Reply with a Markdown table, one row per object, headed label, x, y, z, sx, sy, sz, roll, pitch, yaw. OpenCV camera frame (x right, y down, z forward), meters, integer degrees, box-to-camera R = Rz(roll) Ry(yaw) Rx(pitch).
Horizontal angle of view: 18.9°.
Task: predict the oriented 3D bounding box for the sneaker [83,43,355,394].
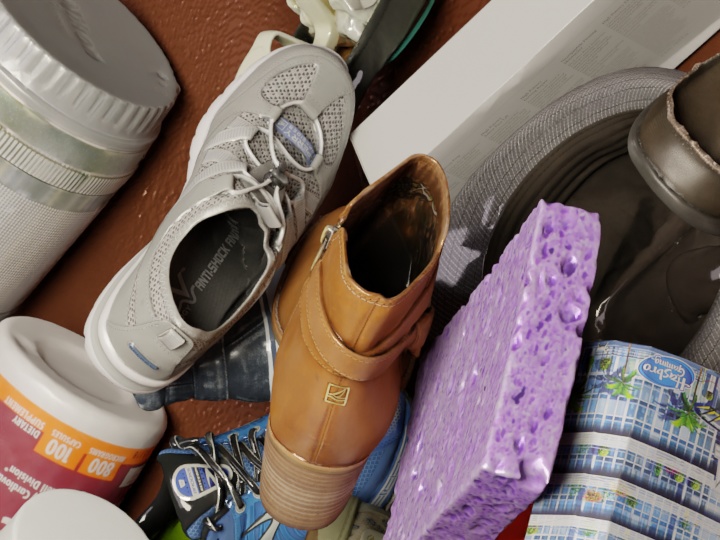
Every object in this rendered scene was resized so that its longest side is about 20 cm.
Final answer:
| label | x | y | z | sx | sy | sz | roll | pitch | yaw |
| --- | --- | --- | --- | --- | --- | --- | --- | --- | --- |
| sneaker | -0.050 | -0.027 | 1.030 | 0.082 | 0.075 | 0.201 | -17 | 40 | 58 |

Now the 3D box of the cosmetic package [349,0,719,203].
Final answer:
| label | x | y | z | sx | sy | sz | roll | pitch | yaw |
| --- | --- | --- | --- | --- | --- | --- | --- | --- | --- |
| cosmetic package | 0.093 | -0.103 | 1.058 | 0.200 | 0.082 | 0.051 | -42 | 52 | 24 |

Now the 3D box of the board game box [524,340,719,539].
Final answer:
| label | x | y | z | sx | sy | sz | roll | pitch | yaw |
| --- | --- | --- | --- | --- | --- | --- | --- | --- | --- |
| board game box | 0.145 | 0.155 | 0.815 | 0.062 | 0.200 | 0.201 | -13 | 56 | 51 |

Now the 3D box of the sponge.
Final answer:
| label | x | y | z | sx | sy | sz | roll | pitch | yaw |
| --- | --- | --- | --- | --- | --- | --- | --- | --- | --- |
| sponge | 0.048 | 0.058 | 0.878 | 0.200 | 0.030 | 0.112 | 119 | 166 | -67 |

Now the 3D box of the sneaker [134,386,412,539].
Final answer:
| label | x | y | z | sx | sy | sz | roll | pitch | yaw |
| --- | --- | --- | --- | --- | --- | --- | --- | --- | --- |
| sneaker | -0.052 | 0.113 | 1.116 | 0.200 | 0.089 | 0.079 | -43 | 52 | 21 |

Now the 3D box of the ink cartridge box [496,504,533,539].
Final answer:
| label | x | y | z | sx | sy | sz | roll | pitch | yaw |
| --- | --- | --- | --- | --- | --- | --- | --- | --- | --- |
| ink cartridge box | 0.081 | 0.193 | 0.924 | 0.162 | 0.050 | 0.201 | 5 | 86 | 45 |

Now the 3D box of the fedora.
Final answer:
| label | x | y | z | sx | sy | sz | roll | pitch | yaw |
| --- | --- | --- | --- | --- | --- | --- | --- | --- | --- |
| fedora | 0.130 | 0.005 | 0.981 | 0.200 | 0.090 | 0.178 | -37 | 53 | 37 |

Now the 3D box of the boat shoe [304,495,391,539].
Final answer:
| label | x | y | z | sx | sy | sz | roll | pitch | yaw |
| --- | --- | --- | --- | --- | --- | --- | --- | --- | --- |
| boat shoe | -0.007 | 0.174 | 1.006 | 0.200 | 0.062 | 0.074 | -75 | -2 | -54 |

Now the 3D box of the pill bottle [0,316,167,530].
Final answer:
| label | x | y | z | sx | sy | sz | roll | pitch | yaw |
| --- | --- | --- | --- | --- | --- | --- | --- | --- | --- |
| pill bottle | -0.206 | 0.138 | 1.233 | 0.114 | 0.114 | 0.200 | 43 | 106 | 42 |

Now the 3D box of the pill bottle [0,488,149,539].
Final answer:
| label | x | y | z | sx | sy | sz | roll | pitch | yaw |
| --- | --- | --- | --- | --- | --- | --- | --- | --- | --- |
| pill bottle | -0.184 | 0.205 | 1.118 | 0.200 | 0.112 | 0.113 | -51 | 48 | 33 |

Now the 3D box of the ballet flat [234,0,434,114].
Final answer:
| label | x | y | z | sx | sy | sz | roll | pitch | yaw |
| --- | --- | --- | --- | --- | --- | --- | --- | --- | --- |
| ballet flat | -0.018 | -0.115 | 1.129 | 0.068 | 0.068 | 0.201 | 4 | 57 | 43 |

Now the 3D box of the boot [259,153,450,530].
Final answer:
| label | x | y | z | sx | sy | sz | roll | pitch | yaw |
| --- | --- | --- | --- | --- | --- | --- | --- | --- | --- |
| boot | 0.000 | 0.000 | 0.979 | 0.200 | 0.076 | 0.156 | -69 | -2 | -47 |

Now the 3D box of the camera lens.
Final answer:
| label | x | y | z | sx | sy | sz | roll | pitch | yaw |
| --- | --- | --- | --- | --- | --- | --- | --- | --- | --- |
| camera lens | -0.225 | -0.076 | 1.289 | 0.200 | 0.160 | 0.160 | -47 | 50 | 21 |

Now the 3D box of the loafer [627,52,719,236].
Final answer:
| label | x | y | z | sx | sy | sz | roll | pitch | yaw |
| --- | --- | --- | --- | --- | --- | --- | --- | --- | --- |
| loafer | 0.186 | -0.080 | 0.885 | 0.073 | 0.200 | 0.071 | 48 | 141 | 15 |

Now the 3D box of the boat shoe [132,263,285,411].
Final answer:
| label | x | y | z | sx | sy | sz | roll | pitch | yaw |
| --- | --- | --- | --- | --- | --- | --- | --- | --- | --- |
| boat shoe | -0.087 | 0.008 | 1.135 | 0.200 | 0.090 | 0.071 | -116 | 22 | -64 |
